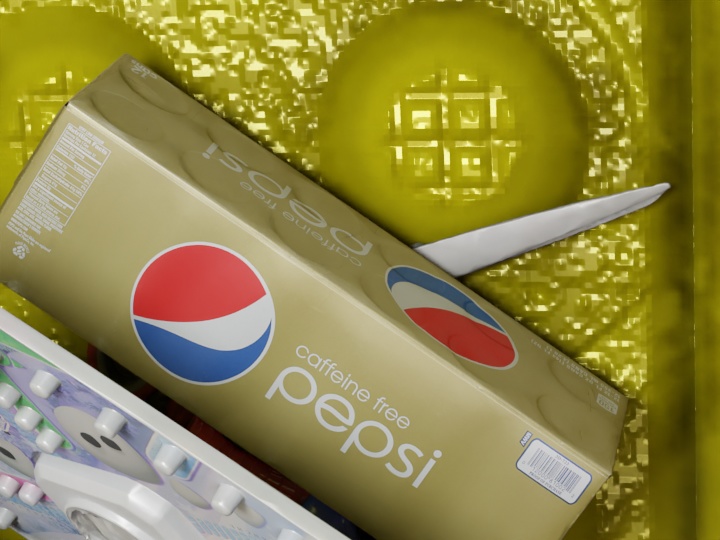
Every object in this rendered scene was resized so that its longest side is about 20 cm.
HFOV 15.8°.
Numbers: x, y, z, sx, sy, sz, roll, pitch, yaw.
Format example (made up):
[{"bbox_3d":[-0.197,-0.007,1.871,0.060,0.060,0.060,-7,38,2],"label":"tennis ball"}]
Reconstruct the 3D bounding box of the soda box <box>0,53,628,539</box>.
[{"bbox_3d":[-0.017,0.019,0.810,0.200,0.068,0.064,35,111,-1],"label":"soda box"}]

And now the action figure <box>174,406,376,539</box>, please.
[{"bbox_3d":[0.024,0.105,0.838,0.199,0.065,0.052,30,106,-8],"label":"action figure"}]

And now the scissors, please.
[{"bbox_3d":[0.000,0.000,0.843,0.200,0.014,0.073,-33,96,19],"label":"scissors"}]

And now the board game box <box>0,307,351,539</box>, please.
[{"bbox_3d":[-0.073,0.084,0.801,0.200,0.200,0.026,33,69,0],"label":"board game box"}]
